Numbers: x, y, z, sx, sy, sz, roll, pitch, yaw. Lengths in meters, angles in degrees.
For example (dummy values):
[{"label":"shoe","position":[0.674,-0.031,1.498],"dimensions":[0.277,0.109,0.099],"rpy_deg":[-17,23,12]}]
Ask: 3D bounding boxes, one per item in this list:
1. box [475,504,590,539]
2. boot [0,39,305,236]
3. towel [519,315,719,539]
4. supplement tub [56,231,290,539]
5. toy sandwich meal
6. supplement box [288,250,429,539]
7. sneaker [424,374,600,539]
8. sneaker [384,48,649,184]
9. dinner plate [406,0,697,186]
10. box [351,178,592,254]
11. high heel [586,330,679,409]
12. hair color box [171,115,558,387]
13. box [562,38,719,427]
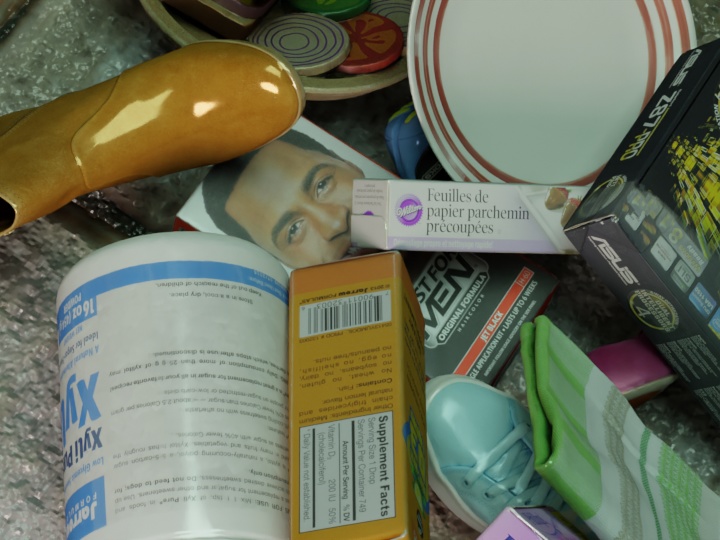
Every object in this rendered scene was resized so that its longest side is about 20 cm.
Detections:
[{"label":"box","position":[0.053,0.220,1.422],"dimensions":[0.097,0.176,0.200],"rpy_deg":[41,93,11]},{"label":"boot","position":[-0.140,-0.062,1.561],"dimensions":[0.144,0.201,0.071],"rpy_deg":[-41,117,-48]},{"label":"towel","position":[0.158,0.124,1.522],"dimensions":[0.200,0.031,0.149],"rpy_deg":[46,18,-24]},{"label":"supplement tub","position":[-0.093,0.093,1.523],"dimensions":[0.132,0.132,0.201],"rpy_deg":[1,63,-11]},{"label":"toy sandwich meal","position":[-0.045,-0.180,1.675],"dimensions":[0.205,0.070,0.205],"rpy_deg":[10,40,-9]},{"label":"supplement box","position":[0.000,0.086,1.488],"dimensions":[0.069,0.067,0.200],"rpy_deg":[-9,46,11]},{"label":"sneaker","position":[0.111,0.129,1.542],"dimensions":[0.200,0.082,0.074],"rpy_deg":[45,69,-9]},{"label":"sneaker","position":[0.102,-0.082,1.695],"dimensions":[0.199,0.071,0.083],"rpy_deg":[-22,103,-30]},{"label":"dinner plate","position":[0.108,-0.122,1.643],"dimensions":[0.200,0.024,0.201],"rpy_deg":[0,91,-32]},{"label":"box","position":[0.089,-0.029,1.597],"dimensions":[0.200,0.041,0.039],"rpy_deg":[1,91,-32]},{"label":"high heel","position":[0.162,0.021,1.642],"dimensions":[0.200,0.067,0.096],"rpy_deg":[-25,81,-27]},{"label":"hair color box","position":[0.000,0.000,1.629],"dimensions":[0.200,0.061,0.102],"rpy_deg":[32,63,6]},{"label":"box","position":[0.219,-0.007,1.619],"dimensions":[0.200,0.049,0.161],"rpy_deg":[50,55,-18]}]
